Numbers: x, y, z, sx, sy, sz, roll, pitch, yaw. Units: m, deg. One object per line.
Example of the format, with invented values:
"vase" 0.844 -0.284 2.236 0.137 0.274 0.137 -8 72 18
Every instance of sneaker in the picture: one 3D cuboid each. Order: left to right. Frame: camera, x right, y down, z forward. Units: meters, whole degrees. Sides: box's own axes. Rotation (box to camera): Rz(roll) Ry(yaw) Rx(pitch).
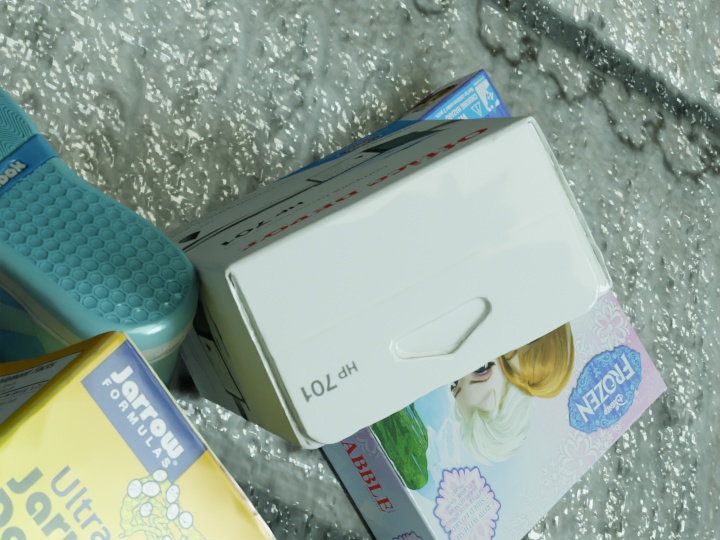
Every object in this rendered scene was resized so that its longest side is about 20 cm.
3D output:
"sneaker" -0.155 0.004 1.082 0.079 0.131 0.200 -33 62 -31

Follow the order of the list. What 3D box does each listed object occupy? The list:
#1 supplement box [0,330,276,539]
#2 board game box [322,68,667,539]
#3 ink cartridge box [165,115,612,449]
"supplement box" -0.148 0.129 0.943 0.200 0.109 0.110 -43 105 -30
"board game box" 0.046 0.030 1.271 0.200 0.041 0.200 -40 103 -42
"ink cartridge box" 0.000 0.000 1.085 0.146 0.200 0.086 -26 98 -12
